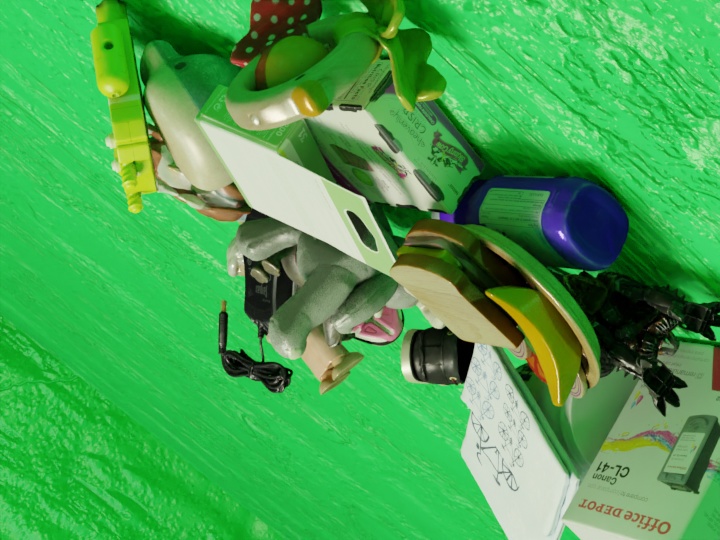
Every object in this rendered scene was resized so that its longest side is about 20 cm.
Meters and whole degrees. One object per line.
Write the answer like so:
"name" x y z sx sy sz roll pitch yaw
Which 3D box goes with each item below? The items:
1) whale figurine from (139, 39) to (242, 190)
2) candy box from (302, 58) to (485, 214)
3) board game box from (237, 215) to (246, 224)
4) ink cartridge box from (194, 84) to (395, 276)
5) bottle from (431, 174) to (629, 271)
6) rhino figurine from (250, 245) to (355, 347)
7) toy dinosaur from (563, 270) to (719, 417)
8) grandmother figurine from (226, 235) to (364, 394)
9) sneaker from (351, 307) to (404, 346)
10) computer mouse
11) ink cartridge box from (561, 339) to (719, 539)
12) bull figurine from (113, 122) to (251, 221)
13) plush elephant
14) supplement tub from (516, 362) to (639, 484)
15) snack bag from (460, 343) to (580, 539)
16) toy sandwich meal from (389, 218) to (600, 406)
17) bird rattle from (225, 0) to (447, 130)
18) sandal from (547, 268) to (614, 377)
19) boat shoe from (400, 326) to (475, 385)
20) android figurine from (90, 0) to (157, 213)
"whale figurine" -0.155 -0.164 1.619 0.160 0.103 0.200 63 173 -30
"candy box" -0.002 -0.123 1.469 0.199 0.061 0.137 13 151 52
"board game box" -0.068 -0.055 1.805 0.199 0.034 0.135 20 157 39
"ink cartridge box" -0.042 -0.077 1.480 0.199 0.048 0.146 25 159 31
"bottle" 0.136 -0.043 1.414 0.083 0.066 0.199 36 164 -31
"rhino figurine" -0.044 0.014 1.734 0.059 0.088 0.201 13 152 36
"toy dinosaur" 0.224 0.046 1.413 0.199 0.103 0.135 -2 -153 -45
"grandmother figurine" -0.082 0.042 1.854 0.201 0.060 0.121 53 133 10
"sneaker" -0.011 0.044 1.897 0.199 0.074 0.088 24 160 45
"computer mouse" -0.108 0.026 1.805 0.046 0.203 0.140 -5 -175 -35
"ink cartridge box" 0.290 0.169 1.459 0.086 0.201 0.147 44 159 -29
"bull figurine" -0.194 -0.112 1.754 0.121 0.066 0.199 19 -171 -47
"plush elephant" 0.000 0.000 1.609 0.155 0.199 0.165 47 -172 -49
"supplement tub" 0.219 0.151 1.631 0.144 0.146 0.200 37 162 -9
"snack bag" 0.145 0.186 1.612 0.201 0.021 0.190 98 150 -48
"toy sandwich meal" 0.115 0.039 1.394 0.205 0.070 0.206 43 165 14
"bird rattle" -0.043 -0.169 1.291 0.198 0.163 0.114 6 130 40
"sandal" 0.163 0.031 1.554 0.199 0.075 0.045 36 162 23
"boat shoe" 0.103 0.083 1.707 0.062 0.075 0.201 -2 -179 21
"android figurine" -0.229 -0.156 1.614 0.040 0.202 0.183 -8 156 -5
